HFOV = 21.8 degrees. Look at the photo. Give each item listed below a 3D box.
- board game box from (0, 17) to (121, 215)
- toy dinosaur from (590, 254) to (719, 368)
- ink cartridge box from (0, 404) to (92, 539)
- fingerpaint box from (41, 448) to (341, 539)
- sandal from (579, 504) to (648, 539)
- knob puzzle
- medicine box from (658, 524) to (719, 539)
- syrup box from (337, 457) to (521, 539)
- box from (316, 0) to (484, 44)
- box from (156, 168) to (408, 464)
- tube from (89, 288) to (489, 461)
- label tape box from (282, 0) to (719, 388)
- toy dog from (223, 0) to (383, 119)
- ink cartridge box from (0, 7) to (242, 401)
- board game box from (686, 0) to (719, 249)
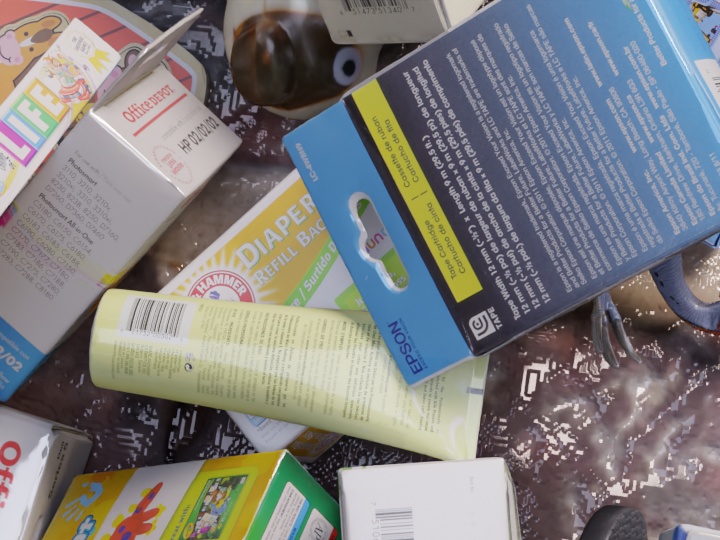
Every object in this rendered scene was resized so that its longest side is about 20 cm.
[{"bbox_3d":[-0.202,-0.034,0.954,0.034,0.200,0.134,40,123,-11],"label":"board game box"},{"bbox_3d":[0.160,-0.050,0.986,0.104,0.182,0.201,-17,48,15],"label":"toy dinosaur"},{"bbox_3d":[-0.269,0.130,1.042,0.198,0.084,0.147,16,84,11],"label":"ink cartridge box"},{"bbox_3d":[-0.112,0.197,0.935,0.166,0.073,0.201,-12,41,40],"label":"fingerpaint box"},{"bbox_3d":[0.100,0.216,0.983,0.043,0.076,0.202,16,82,33],"label":"sandal"},{"bbox_3d":[-0.183,-0.080,1.093,0.218,0.030,0.222,-1,80,8],"label":"knob puzzle"},{"bbox_3d":[0.182,0.223,0.902,0.102,0.200,0.184,11,82,8],"label":"medicine box"},{"bbox_3d":[0.041,0.142,0.936,0.081,0.200,0.079,-5,79,5],"label":"syrup box"},{"bbox_3d":[0.052,-0.201,0.979,0.082,0.069,0.200,2,41,35],"label":"box"},{"bbox_3d":[0.000,0.000,1.009,0.200,0.101,0.113,-42,78,5],"label":"box"},{"bbox_3d":[-0.035,0.048,0.938,0.198,0.052,0.058,7,122,8],"label":"tube"},{"bbox_3d":[0.081,-0.051,0.898,0.199,0.066,0.144,-30,85,26],"label":"label tape box"},{"bbox_3d":[-0.056,-0.181,1.040,0.193,0.139,0.201,-33,77,15],"label":"toy dog"},{"bbox_3d":[-0.135,-0.036,0.988,0.068,0.115,0.200,42,112,-4],"label":"ink cartridge box"},{"bbox_3d":[0.169,-0.133,0.997,0.151,0.037,0.201,29,118,12],"label":"board game box"}]
